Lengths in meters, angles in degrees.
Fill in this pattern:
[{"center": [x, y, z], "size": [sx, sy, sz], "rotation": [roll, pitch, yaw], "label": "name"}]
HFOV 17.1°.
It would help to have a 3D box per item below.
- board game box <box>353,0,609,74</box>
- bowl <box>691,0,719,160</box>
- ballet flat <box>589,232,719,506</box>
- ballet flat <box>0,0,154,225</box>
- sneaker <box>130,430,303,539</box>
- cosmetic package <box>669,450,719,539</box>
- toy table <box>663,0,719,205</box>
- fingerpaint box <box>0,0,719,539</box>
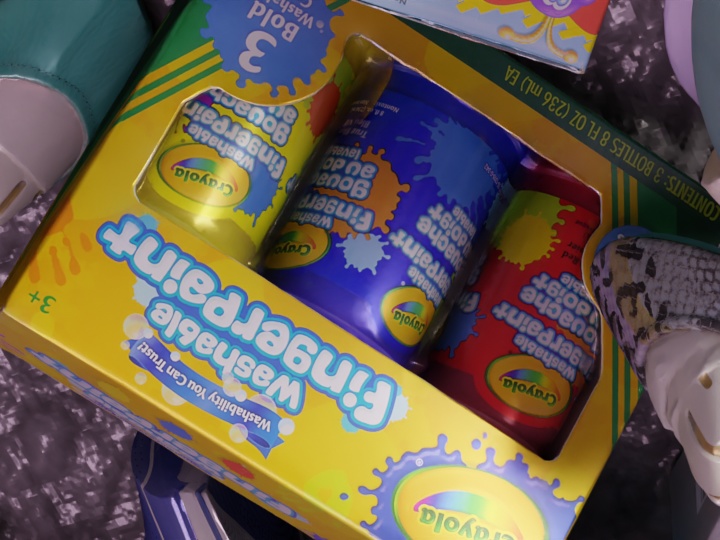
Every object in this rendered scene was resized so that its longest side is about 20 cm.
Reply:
[{"center": [0.056, -0.181, 0.727], "size": [0.102, 0.105, 0.201], "rotation": [18, 122, -2], "label": "board game box"}, {"center": [0.189, -0.045, 0.650], "size": [0.199, 0.105, 0.202], "rotation": [4, 120, 7], "label": "bowl"}, {"center": [0.140, 0.049, 0.720], "size": [0.200, 0.072, 0.072], "rotation": [26, 127, 30], "label": "ballet flat"}, {"center": [-0.149, -0.031, 0.867], "size": [0.200, 0.071, 0.067], "rotation": [-36, 122, 26], "label": "ballet flat"}, {"center": [-0.070, 0.157, 0.960], "size": [0.114, 0.081, 0.200], "rotation": [-13, 119, 14], "label": "sneaker"}, {"center": [0.223, 0.096, 0.873], "size": [0.199, 0.090, 0.107], "rotation": [20, 121, -6], "label": "cosmetic package"}, {"center": [0.183, -0.095, 0.750], "size": [0.183, 0.117, 0.200], "rotation": [34, 119, -11], "label": "toy table"}, {"center": [0.000, 0.000, 0.806], "size": [0.199, 0.073, 0.167], "rotation": [33, 75, -9], "label": "fingerpaint box"}]
